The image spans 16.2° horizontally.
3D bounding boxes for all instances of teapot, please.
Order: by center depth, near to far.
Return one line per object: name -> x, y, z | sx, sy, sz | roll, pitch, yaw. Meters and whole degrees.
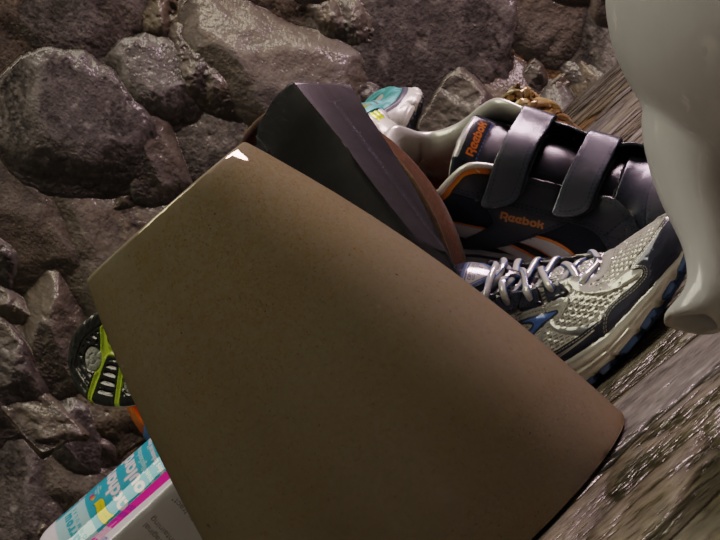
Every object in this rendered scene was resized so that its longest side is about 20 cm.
teapot -> 0.200, -0.093, 0.937 | 0.196, 0.146, 0.201 | -10, -40, -29

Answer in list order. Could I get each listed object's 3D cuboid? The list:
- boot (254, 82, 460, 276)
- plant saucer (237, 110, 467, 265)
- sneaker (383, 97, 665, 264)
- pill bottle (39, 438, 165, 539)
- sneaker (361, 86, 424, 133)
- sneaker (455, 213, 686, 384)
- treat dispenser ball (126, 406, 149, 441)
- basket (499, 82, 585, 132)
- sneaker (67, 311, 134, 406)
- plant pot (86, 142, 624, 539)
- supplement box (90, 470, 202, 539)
boot -> -0.017, 0.029, 1.264 | 0.165, 0.200, 0.066 | -45, -24, 21
plant saucer -> 0.000, 0.000, 1.396 | 0.037, 0.201, 0.200 | -21, -10, -36
sneaker -> 0.097, -0.044, 1.367 | 0.199, 0.080, 0.079 | -1, 40, 27
pill bottle -> -0.130, 0.176, 1.613 | 0.200, 0.111, 0.111 | -41, 3, 5
sneaker -> -0.013, -0.082, 1.539 | 0.078, 0.079, 0.200 | -65, -6, 16
sneaker -> 0.081, 0.026, 1.268 | 0.200, 0.085, 0.077 | -40, 3, 23
treat dispenser ball -> -0.077, 0.057, 1.810 | 0.201, 0.201, 0.201 | -41, 3, 2
basket -> 0.093, 0.012, 1.604 | 0.200, 0.149, 0.143 | -41, -30, 9
sneaker -> -0.104, 0.043, 1.681 | 0.199, 0.076, 0.076 | -19, -12, 24
plant pot -> -0.020, 0.049, 1.100 | 0.187, 0.200, 0.187 | -41, 2, 2
supplement box -> -0.095, 0.170, 1.323 | 0.200, 0.103, 0.101 | -44, 4, -10
